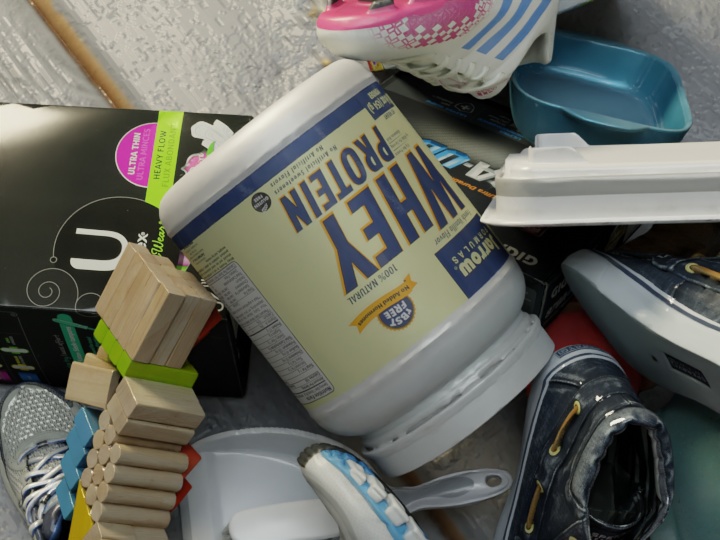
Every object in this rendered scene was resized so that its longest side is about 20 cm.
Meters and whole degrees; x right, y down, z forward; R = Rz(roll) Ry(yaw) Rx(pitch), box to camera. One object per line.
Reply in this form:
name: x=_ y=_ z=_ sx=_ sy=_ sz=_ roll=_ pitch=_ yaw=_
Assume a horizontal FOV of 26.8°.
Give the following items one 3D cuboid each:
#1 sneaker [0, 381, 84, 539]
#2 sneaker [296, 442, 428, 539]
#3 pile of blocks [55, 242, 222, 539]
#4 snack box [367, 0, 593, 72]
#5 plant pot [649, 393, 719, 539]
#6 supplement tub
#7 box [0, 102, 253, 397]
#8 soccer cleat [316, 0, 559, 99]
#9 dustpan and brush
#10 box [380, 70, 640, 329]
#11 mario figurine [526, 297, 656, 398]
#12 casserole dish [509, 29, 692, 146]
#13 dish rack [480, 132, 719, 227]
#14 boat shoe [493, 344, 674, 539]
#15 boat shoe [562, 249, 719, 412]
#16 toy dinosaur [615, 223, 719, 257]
sneaker: x=-0.166 y=0.142 z=0.902 sx=0.077 sy=0.085 sz=0.200 roll=-25 pitch=64 yaw=-12
sneaker: x=0.015 y=0.188 z=0.845 sx=0.087 sy=0.075 sz=0.200 roll=-35 pitch=101 yaw=-3
pile of blocks: x=-0.122 y=0.089 z=0.851 sx=0.082 sy=0.062 sz=0.200 roll=10 pitch=86 yaw=50
snack box: x=0.106 y=-0.194 z=1.045 sx=0.200 sy=0.142 sz=0.053 roll=-22 pitch=98 yaw=-10
plant pot: x=0.236 y=0.126 z=0.860 sx=0.134 sy=0.200 sz=0.200 roll=-17 pitch=60 yaw=21
supplement tub: x=0.000 y=0.000 z=0.845 sx=0.145 sy=0.145 sz=0.200 roll=-40 pitch=94 yaw=-18
box: x=-0.169 y=-0.013 z=0.962 sx=0.200 sy=0.124 sz=0.149 roll=4 pitch=62 yaw=3
soccer cleat: x=0.056 y=-0.136 z=0.895 sx=0.070 sy=0.086 sz=0.200 roll=13 pitch=26 yaw=41
dustpan and brush: x=-0.009 y=0.148 z=0.909 sx=0.200 sy=0.057 sz=0.140 roll=-8 pitch=62 yaw=-5
box: x=0.068 y=-0.051 z=0.977 sx=0.200 sy=0.046 sz=0.159 roll=26 pitch=42 yaw=24
mario figurine: x=0.183 y=0.039 z=0.971 sx=0.200 sy=0.123 sz=0.106 roll=-36 pitch=109 yaw=-25
casserole dish: x=0.154 y=-0.115 z=1.012 sx=0.121 sy=0.039 sz=0.200 roll=13 pitch=26 yaw=0
dish rack: x=0.170 y=-0.055 z=0.842 sx=0.200 sy=0.172 sz=0.044 roll=-2 pitch=99 yaw=9
boat shoe: x=0.120 y=0.147 z=0.829 sx=0.071 sy=0.200 sz=0.091 roll=-2 pitch=22 yaw=-12
boat shoe: x=0.192 y=0.019 z=0.798 sx=0.091 sy=0.071 sz=0.200 roll=-38 pitch=31 yaw=-9
toy dinosaur: x=0.219 y=-0.030 z=0.922 sx=0.200 sy=0.060 sz=0.106 roll=-31 pitch=50 yaw=-32
